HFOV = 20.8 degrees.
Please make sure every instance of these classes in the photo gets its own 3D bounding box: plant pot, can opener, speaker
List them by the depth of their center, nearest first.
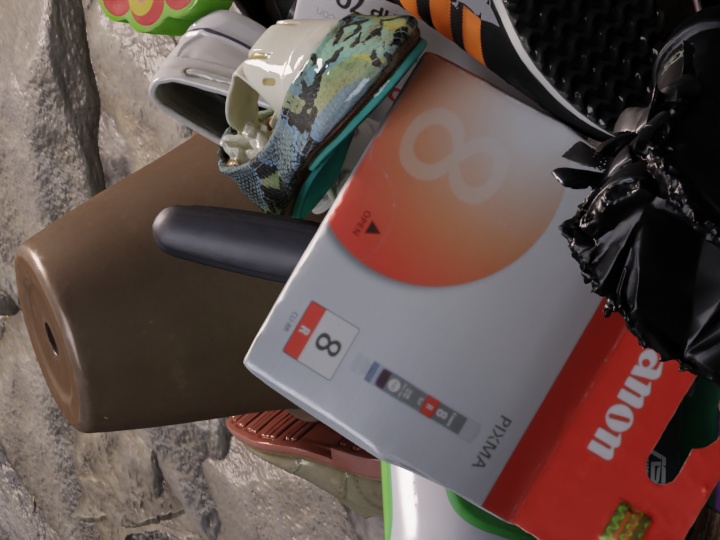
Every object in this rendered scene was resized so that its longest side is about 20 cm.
[{"bbox_3d":[0.000,0.000,0.912,0.063,0.199,0.079,67,-142,-84],"label":"can opener"},{"bbox_3d":[0.049,0.085,0.962,0.089,0.088,0.201,119,155,-47],"label":"speaker"},{"bbox_3d":[-0.101,0.011,1.130,0.200,0.174,0.201,54,155,41],"label":"plant pot"}]

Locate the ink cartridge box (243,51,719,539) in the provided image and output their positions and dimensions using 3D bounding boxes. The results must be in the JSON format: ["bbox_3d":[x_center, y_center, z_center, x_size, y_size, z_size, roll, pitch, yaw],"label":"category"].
[{"bbox_3d":[0.072,0.024,0.835,0.200,0.050,0.163,31,90,20],"label":"ink cartridge box"}]

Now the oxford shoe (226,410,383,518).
[{"bbox_3d":[-0.014,0.118,1.202,0.200,0.071,0.074,13,132,55],"label":"oxford shoe"}]

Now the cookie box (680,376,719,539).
[{"bbox_3d":[0.229,0.101,0.871,0.200,0.075,0.172,31,131,40],"label":"cookie box"}]

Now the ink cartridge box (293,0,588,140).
[{"bbox_3d":[0.060,-0.157,0.910,0.146,0.086,0.200,27,129,13],"label":"ink cartridge box"}]

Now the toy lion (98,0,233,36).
[{"bbox_3d":[-0.096,-0.237,1.063,0.191,0.069,0.201,-21,77,42],"label":"toy lion"}]

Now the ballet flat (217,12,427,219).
[{"bbox_3d":[-0.029,-0.077,0.897,0.074,0.074,0.200,61,157,9],"label":"ballet flat"}]

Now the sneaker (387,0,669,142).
[{"bbox_3d":[0.049,-0.130,0.844,0.200,0.070,0.090,42,162,-14],"label":"sneaker"}]

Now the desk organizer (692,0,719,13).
[{"bbox_3d":[0.186,-0.121,0.810,0.072,0.077,0.201,-1,107,52],"label":"desk organizer"}]

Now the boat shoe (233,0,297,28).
[{"bbox_3d":[-0.047,-0.152,1.085,0.200,0.057,0.067,60,137,27],"label":"boat shoe"}]

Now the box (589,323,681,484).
[{"bbox_3d":[0.115,0.105,0.951,0.160,0.043,0.201,-112,22,-78],"label":"box"}]

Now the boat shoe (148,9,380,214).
[{"bbox_3d":[-0.019,-0.063,1.022,0.200,0.066,0.072,34,146,6],"label":"boat shoe"}]

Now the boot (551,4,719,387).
[{"bbox_3d":[0.167,-0.005,0.736,0.198,0.163,0.073,42,124,-7],"label":"boot"}]
